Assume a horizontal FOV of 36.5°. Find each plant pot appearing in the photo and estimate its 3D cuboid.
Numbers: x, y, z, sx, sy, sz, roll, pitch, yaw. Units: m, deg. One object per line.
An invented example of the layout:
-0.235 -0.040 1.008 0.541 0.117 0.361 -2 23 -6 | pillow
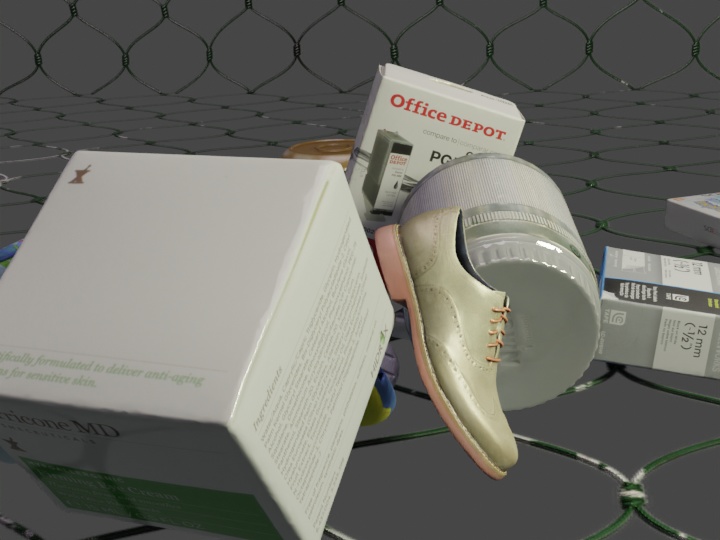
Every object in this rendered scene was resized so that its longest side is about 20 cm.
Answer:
-0.047 -0.208 1.936 0.199 0.028 0.200 -2 17 1 | plant pot

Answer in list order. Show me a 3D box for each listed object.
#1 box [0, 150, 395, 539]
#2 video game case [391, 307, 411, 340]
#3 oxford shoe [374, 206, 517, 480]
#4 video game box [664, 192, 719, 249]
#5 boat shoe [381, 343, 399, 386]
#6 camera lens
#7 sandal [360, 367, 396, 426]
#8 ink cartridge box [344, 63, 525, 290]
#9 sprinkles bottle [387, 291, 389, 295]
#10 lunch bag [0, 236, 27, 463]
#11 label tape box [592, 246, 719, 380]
-0.109 0.048 0.708 0.198 0.172 0.200 5 52 21 | box
0.154 0.043 1.076 0.200 0.023 0.182 8 19 32 | video game case
0.076 0.048 0.777 0.074 0.200 0.071 -24 -9 13 | oxford shoe
0.507 -0.059 1.341 0.182 0.047 0.200 -10 18 -17 | video game box
-0.059 0.061 0.951 0.200 0.071 0.072 23 64 11 | boat shoe
0.113 0.003 0.931 0.159 0.160 0.200 -2 30 0 | camera lens
-0.031 0.035 0.885 0.087 0.200 0.080 -25 -17 -41 | sandal
0.058 -0.082 1.061 0.146 0.200 0.083 16 17 -4 | ink cartridge box
0.000 0.000 1.161 0.200 0.068 0.068 -10 19 -25 | sprinkles bottle
-0.236 0.050 0.861 0.082 0.161 0.200 -21 9 25 | lunch bag
0.309 0.041 0.963 0.199 0.066 0.143 7 20 12 | label tape box
